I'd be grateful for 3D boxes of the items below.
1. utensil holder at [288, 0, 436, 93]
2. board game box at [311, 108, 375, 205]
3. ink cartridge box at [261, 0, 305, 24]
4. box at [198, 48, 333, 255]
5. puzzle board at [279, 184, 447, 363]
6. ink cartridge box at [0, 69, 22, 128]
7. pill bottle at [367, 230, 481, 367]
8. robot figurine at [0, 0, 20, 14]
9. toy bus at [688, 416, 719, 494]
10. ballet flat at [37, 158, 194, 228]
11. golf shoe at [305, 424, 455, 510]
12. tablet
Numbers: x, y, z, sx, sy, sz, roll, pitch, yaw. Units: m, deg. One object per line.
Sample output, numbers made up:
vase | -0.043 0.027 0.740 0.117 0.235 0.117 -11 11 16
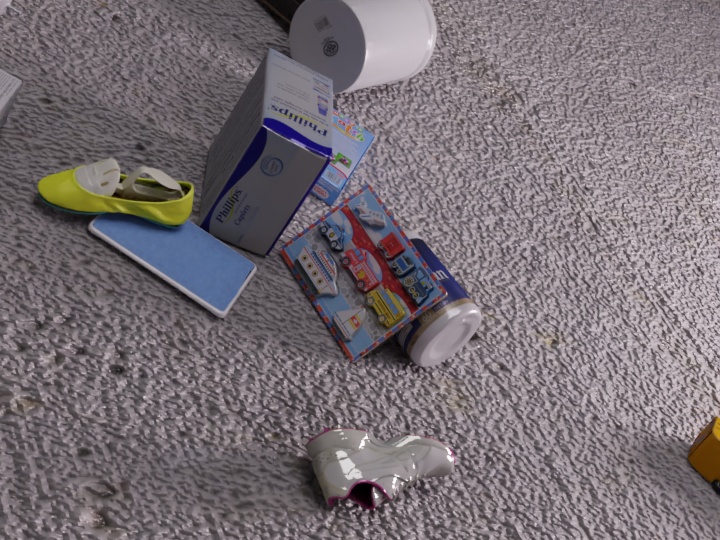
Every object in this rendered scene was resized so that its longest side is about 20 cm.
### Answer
utensil holder | 0.003 -0.380 2.231 0.170 0.171 0.199 45 36 15
board game box | -0.070 -0.191 2.039 0.150 0.037 0.201 34 33 -3
ink cartridge box | -0.082 -0.487 2.359 0.165 0.076 0.199 42 34 22
box | -0.123 -0.156 1.810 0.104 0.185 0.201 24 34 -18
puzzle board | 0.000 0.000 1.771 0.201 0.150 0.017 55 0 29
ink cartridge box | -0.521 -0.219 1.624 0.198 0.077 0.137 30 32 -11
pill bottle | 0.061 0.020 1.818 0.110 0.112 0.201 -9 52 -48
robot figurine | -0.536 -0.406 1.817 0.200 0.113 0.169 44 34 14
toy bus | 0.568 0.304 1.960 0.199 0.065 0.078 38 31 5
ballet flat | -0.292 -0.102 1.669 0.198 0.067 0.067 11 40 -32
golf shoe | 0.027 0.233 1.564 0.198 0.075 0.093 9 56 -32
tablet | -0.231 -0.026 1.701 0.199 0.014 0.130 33 33 -2
